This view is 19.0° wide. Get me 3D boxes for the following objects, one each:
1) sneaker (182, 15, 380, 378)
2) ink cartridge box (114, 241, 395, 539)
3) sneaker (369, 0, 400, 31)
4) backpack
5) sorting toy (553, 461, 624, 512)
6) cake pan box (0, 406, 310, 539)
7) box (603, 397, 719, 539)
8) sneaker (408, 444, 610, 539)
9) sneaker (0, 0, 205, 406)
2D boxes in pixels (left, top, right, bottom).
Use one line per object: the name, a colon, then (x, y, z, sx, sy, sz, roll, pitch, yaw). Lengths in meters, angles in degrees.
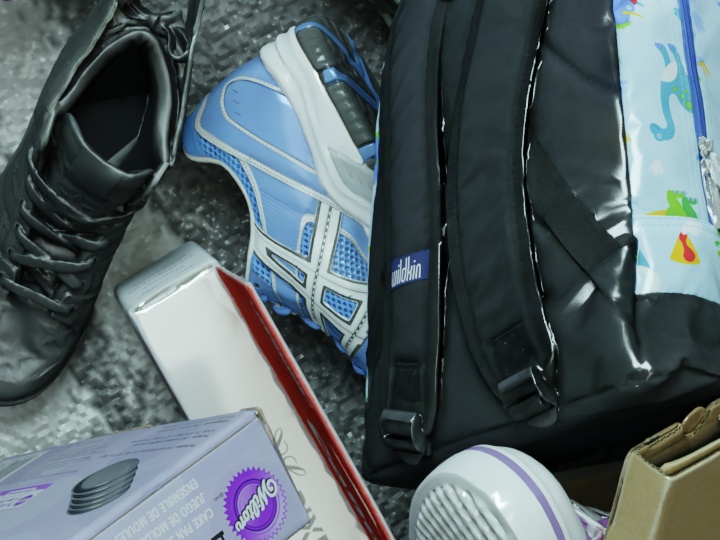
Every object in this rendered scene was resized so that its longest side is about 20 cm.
sneaker: (0.000, 0.000, 0.869, 0.077, 0.076, 0.201, -25, 99, 15)
ink cartridge box: (-0.022, 0.090, 0.810, 0.043, 0.174, 0.201, -30, 99, -5)
sneaker: (0.016, -0.146, 0.856, 0.200, 0.077, 0.085, 40, 82, -21)
backpack: (0.072, -0.037, 0.766, 0.153, 0.163, 0.201, -2, 73, -38)
sorting toy: (0.137, 0.170, 0.889, 0.197, 0.070, 0.202, -9, 96, -15)
cake pan box: (-0.142, 0.122, 0.754, 0.184, 0.199, 0.053, -33, 101, -38)
box: (0.126, 0.117, 0.742, 0.163, 0.021, 0.201, -23, 134, -42)
sneaker: (0.085, 0.098, 0.757, 0.114, 0.073, 0.201, -43, 145, -16)
sneaker: (-0.107, -0.039, 0.819, 0.060, 0.104, 0.201, 22, 90, -12)
